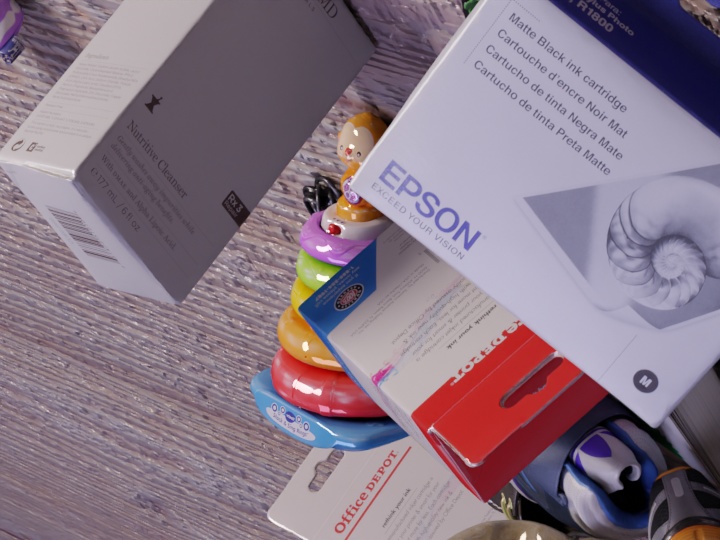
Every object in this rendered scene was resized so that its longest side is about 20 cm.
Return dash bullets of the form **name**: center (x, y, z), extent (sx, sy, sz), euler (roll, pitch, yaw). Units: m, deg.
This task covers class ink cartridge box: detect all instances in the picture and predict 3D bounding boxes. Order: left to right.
- **ink cartridge box**: center (0.045, 0.194, 2.018), extent (0.199, 0.117, 0.067), euler (28, 159, 24)
- **ink cartridge box**: center (0.066, 0.044, 1.515), extent (0.067, 0.116, 0.200), euler (54, 173, -37)
- **ink cartridge box**: center (0.126, -0.056, 1.333), extent (0.199, 0.041, 0.200), euler (37, 117, 1)

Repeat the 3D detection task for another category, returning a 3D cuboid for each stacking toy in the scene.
- **stacking toy**: center (0.000, 0.000, 1.694), extent (0.116, 0.109, 0.201), euler (27, 124, 43)

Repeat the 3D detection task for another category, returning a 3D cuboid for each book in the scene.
- **book**: center (0.141, 0.024, 1.617), extent (0.200, 0.048, 0.133), euler (54, 169, -34)

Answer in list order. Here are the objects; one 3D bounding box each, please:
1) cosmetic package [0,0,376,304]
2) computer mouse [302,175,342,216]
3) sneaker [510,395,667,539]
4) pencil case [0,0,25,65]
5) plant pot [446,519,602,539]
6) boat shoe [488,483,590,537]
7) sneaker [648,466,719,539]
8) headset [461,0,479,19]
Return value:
- **cosmetic package**: center (-0.094, -0.094, 1.555), extent (0.081, 0.200, 0.113), euler (14, 151, 48)
- **computer mouse**: center (0.043, 0.028, 1.786), extent (0.199, 0.046, 0.141), euler (27, 155, 26)
- **sneaker**: center (0.109, 0.076, 1.638), extent (0.200, 0.081, 0.146), euler (54, 163, -24)
- **pencil case**: center (-0.308, -0.206, 1.823), extent (0.200, 0.086, 0.084), euler (50, 157, -25)
- **plant pot**: center (0.113, 0.237, 1.690), extent (0.200, 0.201, 0.183), euler (26, 171, 28)
- **boat shoe**: center (0.127, 0.147, 1.873), extent (0.072, 0.061, 0.201), euler (43, 158, -15)
- **sneaker**: center (0.211, 0.189, 1.629), extent (0.201, 0.078, 0.078), euler (70, -175, -48)
- **headset**: center (0.099, -0.056, 1.419), extent (0.201, 0.094, 0.124), euler (59, 174, 4)
